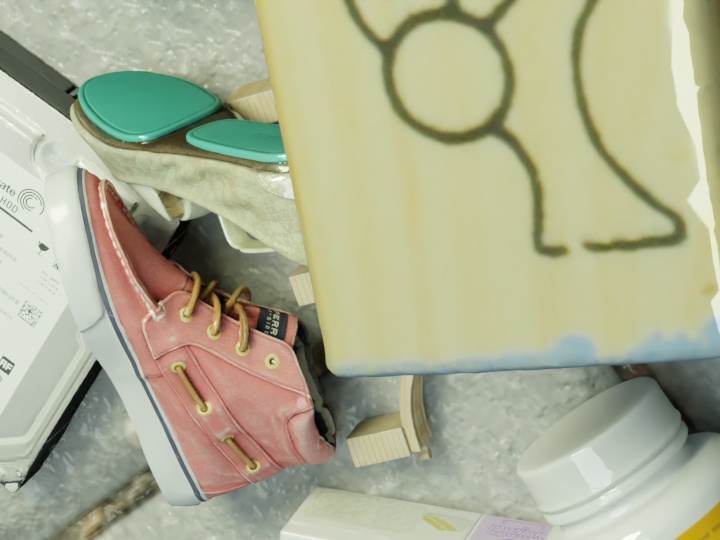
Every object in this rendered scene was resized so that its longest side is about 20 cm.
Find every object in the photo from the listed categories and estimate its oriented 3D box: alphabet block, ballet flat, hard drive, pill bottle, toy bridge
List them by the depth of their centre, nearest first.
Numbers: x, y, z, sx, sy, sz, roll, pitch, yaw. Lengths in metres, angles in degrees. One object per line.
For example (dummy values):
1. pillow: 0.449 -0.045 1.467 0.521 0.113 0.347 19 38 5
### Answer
1. alphabet block: 0.082 -0.085 1.117 0.194 0.196 0.201 -4 109 20
2. ballet flat: -0.072 -0.043 1.217 0.200 0.067 0.063 23 127 53
3. pill bottle: 0.157 0.153 1.229 0.109 0.109 0.201 -30 98 27
4. toy bridge: 0.000 0.000 1.273 0.067 0.027 0.201 -14 105 23
5. hard drive: -0.180 -0.002 1.333 0.139 0.038 0.200 36 117 3

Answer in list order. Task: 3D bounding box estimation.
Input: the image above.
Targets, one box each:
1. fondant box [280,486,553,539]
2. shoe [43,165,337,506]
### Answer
1. fondant box: 0.034 0.219 1.329 0.143 0.058 0.201 8 113 17
2. shoe: -0.078 0.024 1.265 0.090 0.072 0.201 -16 125 8
